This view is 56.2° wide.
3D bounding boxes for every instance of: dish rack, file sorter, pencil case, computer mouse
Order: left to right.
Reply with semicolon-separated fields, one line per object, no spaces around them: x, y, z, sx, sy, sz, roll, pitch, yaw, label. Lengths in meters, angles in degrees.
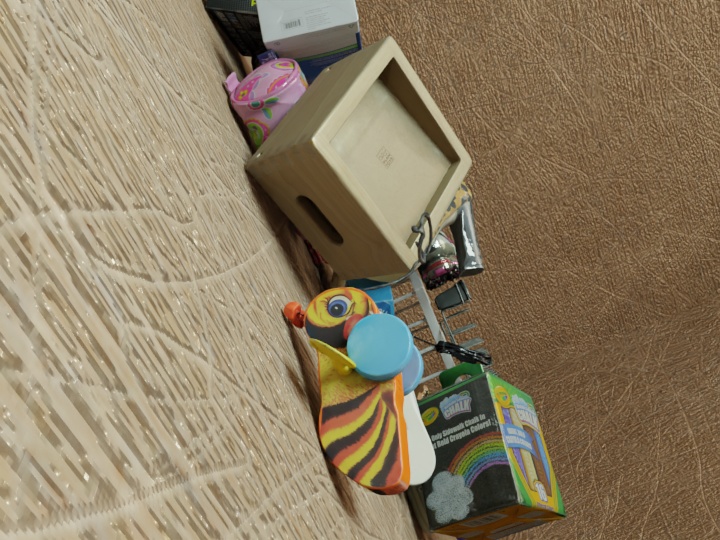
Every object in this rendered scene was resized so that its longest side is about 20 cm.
-0.071;-0.130;0.739;0.088;0.087;0.201;-109;175;-50;pencil case
0.058;0.095;1.006;0.139;0.123;0.201;-105;172;-63;file sorter
0.067;0.097;0.851;0.059;0.198;0.034;31;73;-63;computer mouse
0.160;0.118;0.982;0.153;0.054;0.202;23;45;-83;dish rack

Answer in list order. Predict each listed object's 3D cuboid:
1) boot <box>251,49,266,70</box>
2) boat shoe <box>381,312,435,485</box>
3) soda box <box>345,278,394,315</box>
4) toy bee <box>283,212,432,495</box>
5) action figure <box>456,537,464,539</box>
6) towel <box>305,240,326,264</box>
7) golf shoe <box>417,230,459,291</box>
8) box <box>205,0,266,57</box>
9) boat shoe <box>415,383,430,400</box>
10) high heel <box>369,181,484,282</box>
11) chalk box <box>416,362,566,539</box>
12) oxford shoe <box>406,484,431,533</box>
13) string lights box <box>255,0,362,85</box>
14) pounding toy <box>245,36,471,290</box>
-0.089;-0.225;0.979;0.147;0.070;0.200;61;1;28;boot
0.034;0.146;0.787;0.202;0.071;0.069;66;-12;6;boat shoe
0.000;0.000;0.881;0.201;0.067;0.065;-98;-179;-50;soda box
-0.006;0.061;0.508;0.201;0.107;0.132;-74;158;-44;toy bee
0.127;0.378;0.885;0.200;0.099;0.065;39;-15;44;action figure
-0.084;-0.107;0.910;0.145;0.022;0.202;-101;168;-80;towel
0.114;-0.025;1.007;0.200;0.072;0.093;45;22;-78;golf shoe
-0.100;-0.325;0.893;0.200;0.158;0.045;-22;119;-87;box
0.107;0.248;1.322;0.201;0.067;0.072;-108;176;-48;boat shoe
0.048;-0.062;0.810;0.071;0.198;0.144;131;-45;-60;high heel
0.147;0.211;0.829;0.124;0.124;0.202;32;39;-43;chalk box
0.072;0.236;0.882;0.075;0.057;0.202;56;11;-69;oxford shoe
-0.049;-0.258;0.785;0.200;0.102;0.060;61;17;-83;string lights box
-0.003;-0.076;0.672;0.200;0.141;0.185;50;55;-27;pounding toy
